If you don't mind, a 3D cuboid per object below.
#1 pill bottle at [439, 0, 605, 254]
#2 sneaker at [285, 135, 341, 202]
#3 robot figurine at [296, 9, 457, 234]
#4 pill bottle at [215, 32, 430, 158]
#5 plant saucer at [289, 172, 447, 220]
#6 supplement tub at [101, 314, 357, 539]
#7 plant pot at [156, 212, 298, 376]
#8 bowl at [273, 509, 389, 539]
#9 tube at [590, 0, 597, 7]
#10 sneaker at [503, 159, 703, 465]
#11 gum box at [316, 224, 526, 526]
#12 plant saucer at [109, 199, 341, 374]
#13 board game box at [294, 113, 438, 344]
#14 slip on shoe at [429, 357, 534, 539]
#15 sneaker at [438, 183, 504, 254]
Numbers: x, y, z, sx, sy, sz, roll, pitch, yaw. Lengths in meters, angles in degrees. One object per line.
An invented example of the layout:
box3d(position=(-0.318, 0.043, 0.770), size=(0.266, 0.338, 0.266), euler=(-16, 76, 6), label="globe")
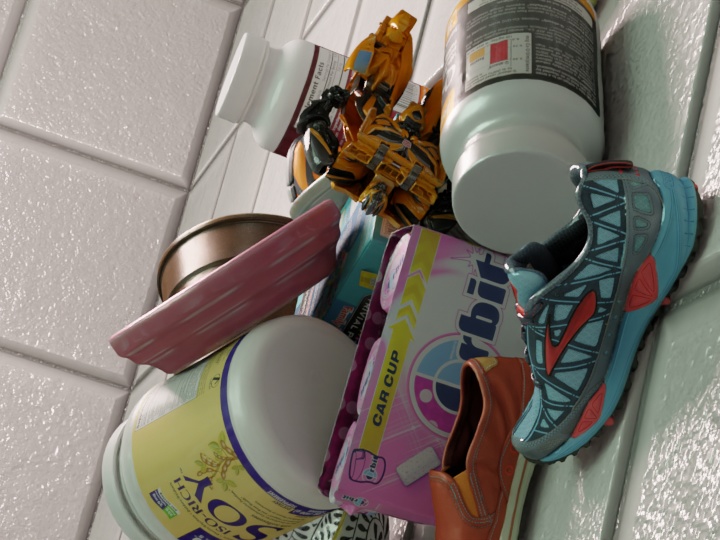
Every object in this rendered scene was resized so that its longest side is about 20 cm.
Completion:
box3d(position=(0.113, -0.112, 1.328), size=(0.200, 0.116, 0.117), euler=(-84, 17, -47), label="pill bottle")
box3d(position=(0.002, -0.043, 1.721), size=(0.112, 0.077, 0.201), euler=(-29, 81, 61), label="sneaker")
box3d(position=(0.032, -0.108, 1.398), size=(0.058, 0.145, 0.200), euler=(-53, 11, 37), label="robot figurine")
box3d(position=(-0.032, -0.154, 1.823), size=(0.113, 0.199, 0.113), euler=(-160, 90, -80), label="pill bottle")
box3d(position=(0.037, -0.078, 1.596), size=(0.050, 0.200, 0.200), euler=(61, 155, 8), label="plant saucer")
box3d(position=(-0.088, 0.132, 1.414), size=(0.200, 0.145, 0.146), euler=(-31, 38, 42), label="supplement tub")
box3d(position=(-0.105, 0.084, 1.864), size=(0.200, 0.200, 0.199), euler=(121, 155, -44), label="plant pot")
box3d(position=(-0.038, 0.229, 1.485), size=(0.201, 0.094, 0.201), euler=(-41, 27, 26), label="bowl")
box3d(position=(0.153, -0.198, 1.456), size=(0.058, 0.052, 0.200), euler=(-24, -34, -45), label="tube")
box3d(position=(0.123, 0.021, 1.134), size=(0.079, 0.095, 0.201), euler=(-101, 32, -68), label="sneaker")
box3d(position=(0.053, 0.082, 1.309), size=(0.066, 0.113, 0.201), euler=(159, 128, -74), label="gum box")
box3d(position=(-0.094, 0.018, 1.429), size=(0.200, 0.051, 0.201), euler=(-32, 1, 1), label="plant saucer")
box3d(position=(0.000, 0.000, 1.478), size=(0.151, 0.047, 0.200), euler=(-78, 14, -47), label="board game box")
box3d(position=(0.070, 0.150, 1.227), size=(0.074, 0.061, 0.201), euler=(172, 115, -74), label="slip on shoe")
box3d(position=(0.059, 0.025, 1.463), size=(0.082, 0.074, 0.201), euler=(133, 154, -55), label="sneaker")
